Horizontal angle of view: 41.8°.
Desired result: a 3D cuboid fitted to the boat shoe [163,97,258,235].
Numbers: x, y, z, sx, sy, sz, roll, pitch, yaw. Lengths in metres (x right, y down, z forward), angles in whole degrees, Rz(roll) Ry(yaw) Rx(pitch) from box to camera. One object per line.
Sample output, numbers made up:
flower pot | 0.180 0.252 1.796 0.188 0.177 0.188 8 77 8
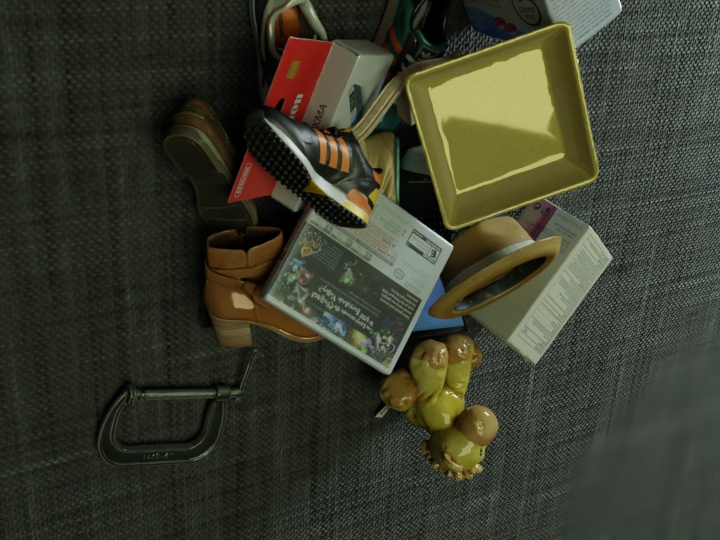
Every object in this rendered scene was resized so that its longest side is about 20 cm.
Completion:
boat shoe | -0.159 -0.111 1.092 0.201 0.071 0.069 72 27 -51

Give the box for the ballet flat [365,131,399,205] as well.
ballet flat | 0.025 -0.073 1.196 0.062 0.069 0.203 -6 97 -2

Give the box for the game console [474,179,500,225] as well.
game console | 0.192 -0.169 1.248 0.200 0.118 0.171 -43 104 -18

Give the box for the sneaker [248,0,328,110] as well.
sneaker | -0.077 -0.229 1.088 0.078 0.079 0.202 -28 125 -20

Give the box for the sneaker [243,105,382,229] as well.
sneaker | -0.047 -0.131 1.035 0.200 0.069 0.091 42 64 -39

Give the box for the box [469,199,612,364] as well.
box | 0.255 0.014 1.376 0.201 0.109 0.128 -53 144 0

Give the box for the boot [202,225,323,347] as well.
boot | -0.093 0.008 1.145 0.197 0.077 0.157 -6 128 -8

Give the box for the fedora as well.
fedora | 0.164 -0.012 1.239 0.199 0.082 0.201 -26 164 -8

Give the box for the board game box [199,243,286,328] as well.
board game box | -0.106 0.017 1.207 0.198 0.023 0.106 -2 111 -25

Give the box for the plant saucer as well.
plant saucer | 0.166 -0.172 1.114 0.198 0.049 0.202 -19 116 1

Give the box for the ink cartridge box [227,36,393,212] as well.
ink cartridge box | -0.054 -0.162 1.073 0.176 0.044 0.202 -22 141 -60

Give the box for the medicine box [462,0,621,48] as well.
medicine box | 0.192 -0.380 1.120 0.103 0.182 0.201 -38 127 -12

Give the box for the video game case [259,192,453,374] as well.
video game case | 0.000 0.000 1.131 0.199 0.023 0.183 33 78 -28

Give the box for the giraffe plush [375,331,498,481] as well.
giraffe plush | 0.121 0.207 1.326 0.171 0.163 0.201 -10 143 -43

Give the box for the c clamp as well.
c clamp | -0.239 0.178 1.213 0.198 0.027 0.173 -3 118 -33

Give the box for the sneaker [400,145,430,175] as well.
sneaker | 0.136 -0.187 1.252 0.198 0.073 0.117 -10 116 -39

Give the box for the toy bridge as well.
toy bridge | 0.054 -0.204 1.115 0.199 0.027 0.068 -39 149 -19

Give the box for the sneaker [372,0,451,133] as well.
sneaker | 0.057 -0.260 1.154 0.071 0.080 0.202 5 109 -37

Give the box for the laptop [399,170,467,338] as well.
laptop | 0.075 -0.021 1.262 0.175 0.103 0.202 -4 123 -31
